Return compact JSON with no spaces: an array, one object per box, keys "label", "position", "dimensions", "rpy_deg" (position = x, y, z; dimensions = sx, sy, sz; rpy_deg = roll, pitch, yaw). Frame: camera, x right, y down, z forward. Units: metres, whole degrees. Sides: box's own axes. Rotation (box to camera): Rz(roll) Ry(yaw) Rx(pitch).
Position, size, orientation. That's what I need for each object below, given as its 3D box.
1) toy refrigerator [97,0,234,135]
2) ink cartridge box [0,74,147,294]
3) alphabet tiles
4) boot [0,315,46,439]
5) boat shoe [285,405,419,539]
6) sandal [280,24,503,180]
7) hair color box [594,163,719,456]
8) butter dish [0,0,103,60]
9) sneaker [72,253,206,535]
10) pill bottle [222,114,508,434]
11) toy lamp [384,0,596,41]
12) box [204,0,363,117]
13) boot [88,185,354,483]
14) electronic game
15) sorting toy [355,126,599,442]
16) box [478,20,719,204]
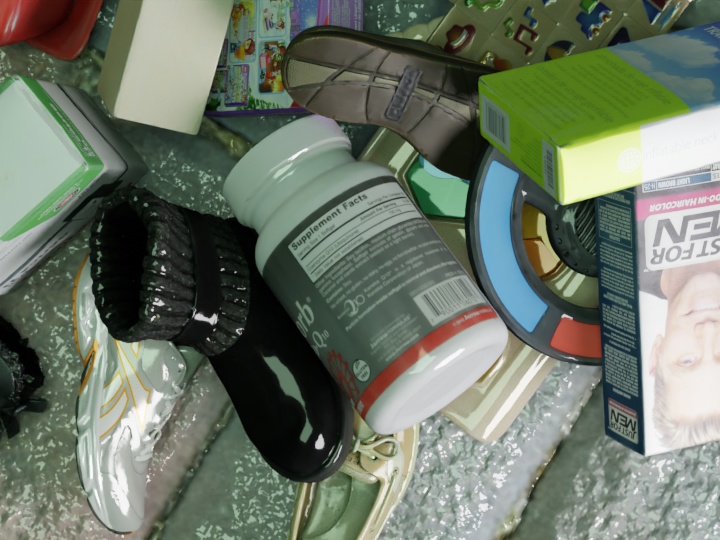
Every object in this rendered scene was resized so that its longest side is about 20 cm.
[{"label":"toy refrigerator","position":[-0.118,-0.202,1.446],"dimensions":[0.069,0.076,0.202],"rpy_deg":[11,105,-19]},{"label":"ink cartridge box","position":[-0.239,-0.054,1.454],"dimensions":[0.146,0.200,0.083],"rpy_deg":[-41,88,6]},{"label":"alphabet tiles","position":[0.141,-0.205,1.442],"dimensions":[0.167,0.008,0.201],"rpy_deg":[35,101,-15]},{"label":"boot","position":[-0.339,0.073,1.530],"dimensions":[0.198,0.073,0.163],"rpy_deg":[44,97,-2]},{"label":"boat shoe","position":[-0.013,0.159,1.484],"dimensions":[0.073,0.063,0.202],"rpy_deg":[23,97,13]},{"label":"sandal","position":[0.033,-0.121,1.429],"dimensions":[0.198,0.055,0.082],"rpy_deg":[15,118,-24]},{"label":"hair color box","position":[0.215,0.014,1.421],"dimensions":[0.099,0.060,0.202],"rpy_deg":[-10,105,-21]},{"label":"butter dish","position":[-0.276,-0.240,1.458],"dimensions":[0.199,0.148,0.200],"rpy_deg":[32,129,6]},{"label":"sneaker","position":[-0.154,0.087,1.507],"dimensions":[0.091,0.076,0.202],"rpy_deg":[-2,91,3]},{"label":"pill bottle","position":[0.000,0.000,1.431],"dimensions":[0.116,0.116,0.201],"rpy_deg":[-38,74,6]},{"label":"toy lamp","position":[0.070,-0.173,1.484],"dimensions":[0.198,0.058,0.059],"rpy_deg":[-19,87,6]},{"label":"box","position":[-0.059,-0.209,1.477],"dimensions":[0.136,0.039,0.202],"rpy_deg":[2,90,42]},{"label":"boot","position":[-0.098,0.047,1.435],"dimensions":[0.079,0.157,0.212],"rpy_deg":[-34,69,22]},{"label":"electronic game","position":[0.165,-0.035,1.446],"dimensions":[0.198,0.042,0.202],"rpy_deg":[-1,95,-18]},{"label":"sorting toy","position":[0.067,-0.008,1.494],"dimensions":[0.199,0.036,0.186],"rpy_deg":[37,94,6]},{"label":"box","position":[0.190,-0.108,1.372],"dimensions":[0.198,0.122,0.048],"rpy_deg":[-15,120,-17]}]
